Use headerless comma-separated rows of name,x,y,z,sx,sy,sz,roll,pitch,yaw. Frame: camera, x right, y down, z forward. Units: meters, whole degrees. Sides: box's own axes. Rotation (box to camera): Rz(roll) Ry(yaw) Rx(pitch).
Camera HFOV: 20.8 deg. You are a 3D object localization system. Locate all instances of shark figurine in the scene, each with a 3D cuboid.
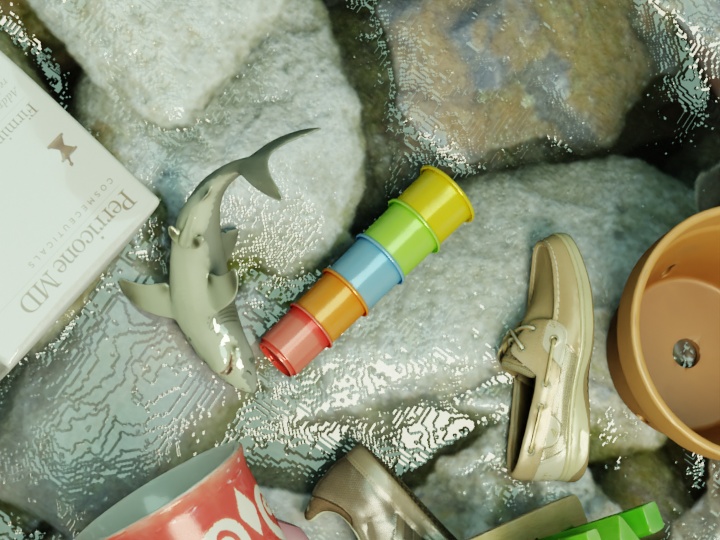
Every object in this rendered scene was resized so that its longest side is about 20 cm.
shark figurine,-0.105,-0.027,1.510,0.128,0.215,0.089,25,31,20

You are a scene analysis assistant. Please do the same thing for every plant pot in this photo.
plant pot,0.285,0.059,1.572,0.199,0.140,0.201,3,79,-13

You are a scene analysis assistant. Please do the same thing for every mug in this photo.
mug,-0.099,0.240,1.348,0.133,0.177,0.201,-34,96,-34

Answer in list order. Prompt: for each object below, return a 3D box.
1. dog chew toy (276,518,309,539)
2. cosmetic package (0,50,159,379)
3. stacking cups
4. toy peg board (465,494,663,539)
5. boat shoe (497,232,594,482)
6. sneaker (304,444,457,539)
dog chew toy,-0.105,0.276,1.448,0.124,0.125,0.201,18,84,-10
cosmetic package,-0.282,-0.046,1.432,0.200,0.166,0.167,43,73,-5
stacking cups,0.000,0.000,1.553,0.200,0.060,0.061,-41,92,-16
toy peg board,0.173,0.275,1.473,0.200,0.098,0.200,-12,80,-53
boat shoe,0.146,0.068,1.570,0.064,0.071,0.201,2,81,-15
sneaker,0.041,0.230,1.528,0.075,0.070,0.200,-42,89,2
